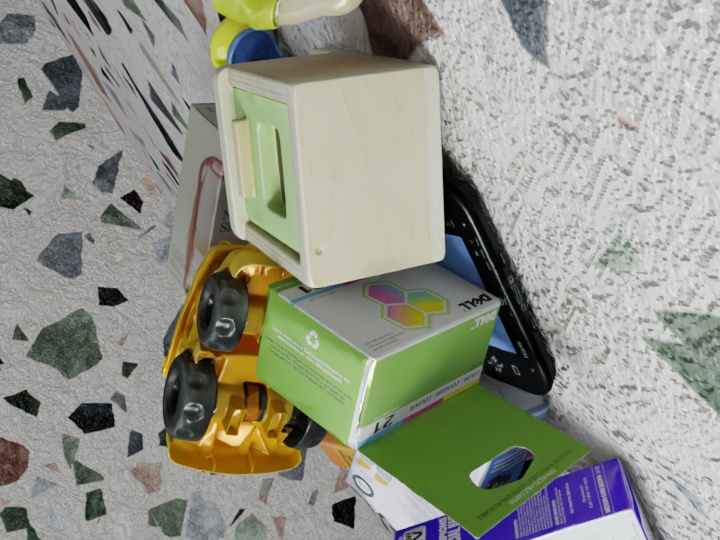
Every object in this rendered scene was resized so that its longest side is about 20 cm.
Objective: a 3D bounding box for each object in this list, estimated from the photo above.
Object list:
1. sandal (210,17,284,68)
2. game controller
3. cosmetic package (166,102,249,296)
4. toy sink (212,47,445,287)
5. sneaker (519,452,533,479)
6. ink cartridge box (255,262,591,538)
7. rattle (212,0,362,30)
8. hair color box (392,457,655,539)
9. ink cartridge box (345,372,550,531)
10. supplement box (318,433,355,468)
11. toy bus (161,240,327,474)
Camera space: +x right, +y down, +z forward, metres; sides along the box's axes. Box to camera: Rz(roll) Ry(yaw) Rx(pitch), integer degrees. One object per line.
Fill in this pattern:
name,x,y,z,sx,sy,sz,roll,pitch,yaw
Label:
sandal,-0.076,-0.135,0.853,0.087,0.079,0.201,45,166,45
game controller,0.085,0.010,0.705,0.201,0.042,0.104,61,167,-25
cosmetic package,-0.135,-0.070,0.984,0.087,0.102,0.202,41,129,41
toy sink,-0.036,-0.084,0.662,0.200,0.111,0.132,-146,48,-59
sneaker,0.115,0.149,0.880,0.201,0.075,0.105,53,166,-3
ink cartridge box,0.049,0.068,0.626,0.199,0.147,0.077,30,121,33
rattle,-0.040,-0.254,0.533,0.129,0.143,0.203,3,117,34
hair color box,0.135,0.237,0.736,0.110,0.198,0.065,61,-165,-24
ink cartridge box,0.068,0.168,0.823,0.136,0.076,0.202,37,120,35
supplement box,0.055,0.200,1.034,0.197,0.069,0.067,7,147,27
toy bus,-0.096,0.043,0.795,0.202,0.134,0.193,-66,30,25
